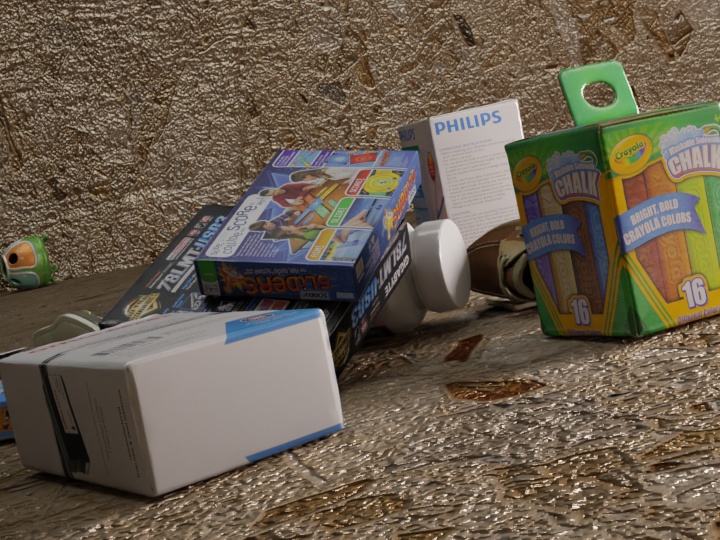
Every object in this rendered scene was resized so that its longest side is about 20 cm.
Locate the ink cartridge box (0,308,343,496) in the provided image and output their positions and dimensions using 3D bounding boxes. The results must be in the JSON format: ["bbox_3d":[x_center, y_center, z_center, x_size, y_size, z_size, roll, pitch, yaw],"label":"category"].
[{"bbox_3d":[-0.130,0.080,0.833,0.144,0.084,0.200,-15,7,-36],"label":"ink cartridge box"}]

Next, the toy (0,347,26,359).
[{"bbox_3d":[-0.404,0.116,1.303,0.115,0.047,0.200,-17,3,-20],"label":"toy"}]

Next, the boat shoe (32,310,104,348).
[{"bbox_3d":[-0.289,0.075,1.339,0.060,0.072,0.202,-21,5,-31],"label":"boat shoe"}]

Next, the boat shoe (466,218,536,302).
[{"bbox_3d":[0.157,-0.006,1.130,0.074,0.076,0.200,-21,9,-39],"label":"boat shoe"}]

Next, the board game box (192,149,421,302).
[{"bbox_3d":[-0.039,-0.043,1.052,0.135,0.034,0.200,3,32,18],"label":"board game box"}]

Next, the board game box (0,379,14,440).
[{"bbox_3d":[-0.239,0.105,1.085,0.200,0.037,0.151,-9,6,10],"label":"board game box"}]

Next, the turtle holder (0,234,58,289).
[{"bbox_3d":[-0.914,-0.019,3.438,0.132,0.141,0.185,-16,7,-27],"label":"turtle holder"}]

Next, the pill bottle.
[{"bbox_3d":[-0.004,0.009,1.174,0.200,0.112,0.112,-10,5,23],"label":"pill bottle"}]

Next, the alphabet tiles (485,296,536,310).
[{"bbox_3d":[0.228,0.011,1.219,0.200,0.006,0.166,-13,6,-9],"label":"alphabet tiles"}]

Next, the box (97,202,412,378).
[{"bbox_3d":[-0.082,0.015,1.045,0.198,0.050,0.200,3,33,21],"label":"box"}]

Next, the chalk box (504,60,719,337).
[{"bbox_3d":[0.200,-0.060,0.957,0.124,0.200,0.124,-15,6,-26],"label":"chalk box"}]

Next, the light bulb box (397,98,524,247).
[{"bbox_3d":[0.144,-0.112,1.674,0.125,0.200,0.198,-12,5,-9],"label":"light bulb box"}]
